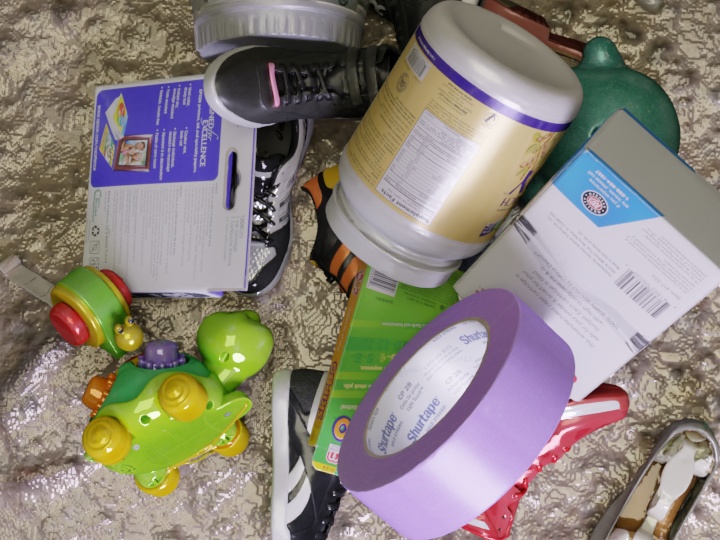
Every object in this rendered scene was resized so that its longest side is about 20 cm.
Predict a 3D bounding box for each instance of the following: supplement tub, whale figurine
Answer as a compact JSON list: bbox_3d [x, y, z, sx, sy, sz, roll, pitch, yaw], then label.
[{"bbox_3d":[0.071,-0.100,1.116,0.145,0.145,0.200,37,117,8],"label":"supplement tub"},{"bbox_3d":[0.174,-0.128,1.172,0.200,0.104,0.159,28,99,9],"label":"whale figurine"}]

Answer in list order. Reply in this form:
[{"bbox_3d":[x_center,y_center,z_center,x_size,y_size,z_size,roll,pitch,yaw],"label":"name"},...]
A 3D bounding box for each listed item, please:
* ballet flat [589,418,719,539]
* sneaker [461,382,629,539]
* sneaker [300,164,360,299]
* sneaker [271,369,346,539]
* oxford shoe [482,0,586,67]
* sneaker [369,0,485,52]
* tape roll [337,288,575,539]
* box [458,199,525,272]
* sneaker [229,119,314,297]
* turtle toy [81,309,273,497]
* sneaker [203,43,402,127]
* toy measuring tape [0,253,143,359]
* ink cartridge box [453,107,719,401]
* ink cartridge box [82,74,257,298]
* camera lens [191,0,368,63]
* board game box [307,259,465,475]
[{"bbox_3d":[0.250,0.218,1.199,0.067,0.064,0.200,29,88,8],"label":"ballet flat"},{"bbox_3d":[0.148,0.171,1.221,0.200,0.078,0.116,-13,96,9],"label":"sneaker"},{"bbox_3d":[0.000,0.000,1.252,0.090,0.070,0.201,-13,85,23],"label":"sneaker"},{"bbox_3d":[-0.020,0.186,1.215,0.112,0.073,0.200,-3,82,7],"label":"sneaker"},{"bbox_3d":[0.187,-0.173,1.249,0.200,0.070,0.075,30,109,0],"label":"oxford shoe"},{"bbox_3d":[0.042,-0.216,1.265,0.112,0.073,0.200,19,78,10],"label":"sneaker"},{"bbox_3d":[0.073,0.110,1.076,0.066,0.200,0.200,42,89,-17],"label":"tape roll"},{"bbox_3d":[0.150,-0.012,1.242,0.160,0.044,0.200,-16,83,3],"label":"box"},{"bbox_3d":[-0.095,-0.076,1.251,0.075,0.088,0.200,9,86,5],"label":"sneaker"},{"bbox_3d":[-0.162,0.111,1.223,0.200,0.146,0.101,-30,61,1],"label":"turtle toy"},{"bbox_3d":[-0.035,-0.162,1.160,0.099,0.200,0.071,-7,90,44],"label":"sneaker"},{"bbox_3d":[-0.266,0.015,1.230,0.200,0.074,0.074,29,87,32],"label":"toy measuring tape"},{"bbox_3d":[0.192,-0.009,1.112,0.146,0.200,0.086,42,46,2],"label":"ink cartridge box"},{"bbox_3d":[-0.163,-0.075,1.238,0.200,0.043,0.199,-1,83,34],"label":"ink cartridge box"},{"bbox_3d":[-0.072,-0.290,1.234,0.160,0.160,0.200,-1,84,5],"label":"camera lens"},{"bbox_3d":[0.023,0.083,1.178,0.095,0.030,0.200,19,78,-20],"label":"board game box"}]
